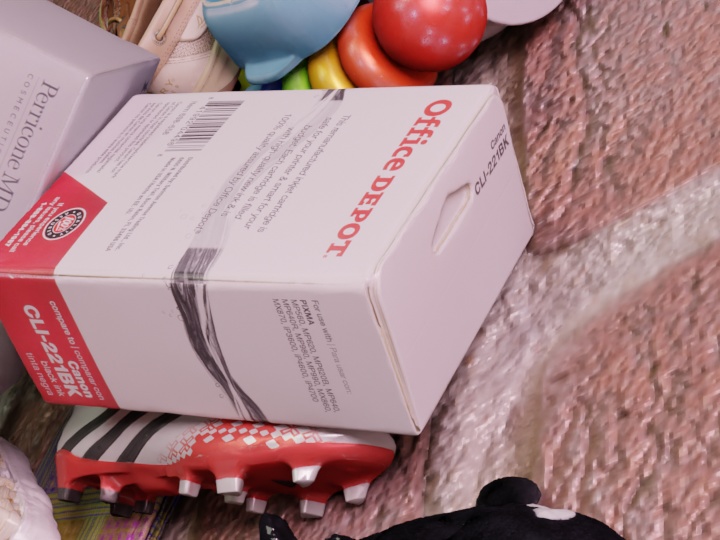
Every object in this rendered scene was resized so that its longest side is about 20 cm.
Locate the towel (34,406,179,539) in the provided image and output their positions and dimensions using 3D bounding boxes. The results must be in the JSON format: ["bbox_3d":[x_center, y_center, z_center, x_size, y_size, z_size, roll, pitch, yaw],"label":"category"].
[{"bbox_3d":[-0.134,0.115,0.889,0.144,0.023,0.200,-16,43,47],"label":"towel"}]

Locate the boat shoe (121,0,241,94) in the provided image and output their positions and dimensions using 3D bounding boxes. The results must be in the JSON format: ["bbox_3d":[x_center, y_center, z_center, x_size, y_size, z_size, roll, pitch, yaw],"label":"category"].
[{"bbox_3d":[-0.085,-0.187,0.920,0.071,0.064,0.200,-17,58,54],"label":"boat shoe"}]

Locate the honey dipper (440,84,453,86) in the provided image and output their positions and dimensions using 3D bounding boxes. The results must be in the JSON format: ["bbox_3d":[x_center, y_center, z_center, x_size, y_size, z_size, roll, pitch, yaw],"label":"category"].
[{"bbox_3d":[0.000,0.000,0.825,0.200,0.038,0.038,-56,29,-5],"label":"honey dipper"}]

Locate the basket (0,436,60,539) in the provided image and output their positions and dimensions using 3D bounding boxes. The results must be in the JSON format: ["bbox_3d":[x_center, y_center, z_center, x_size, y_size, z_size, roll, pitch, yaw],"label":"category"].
[{"bbox_3d":[-0.277,0.155,0.858,0.200,0.161,0.198,-56,18,-3],"label":"basket"}]

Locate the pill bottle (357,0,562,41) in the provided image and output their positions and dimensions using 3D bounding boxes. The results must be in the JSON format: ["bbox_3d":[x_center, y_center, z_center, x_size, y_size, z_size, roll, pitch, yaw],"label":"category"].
[{"bbox_3d":[0.028,-0.177,0.909,0.112,0.112,0.200,-56,30,-10],"label":"pill bottle"}]

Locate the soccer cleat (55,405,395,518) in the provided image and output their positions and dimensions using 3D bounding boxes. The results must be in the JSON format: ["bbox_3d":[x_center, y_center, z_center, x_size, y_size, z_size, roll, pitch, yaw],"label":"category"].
[{"bbox_3d":[-0.066,0.068,0.776,0.200,0.069,0.085,-9,67,41],"label":"soccer cleat"}]

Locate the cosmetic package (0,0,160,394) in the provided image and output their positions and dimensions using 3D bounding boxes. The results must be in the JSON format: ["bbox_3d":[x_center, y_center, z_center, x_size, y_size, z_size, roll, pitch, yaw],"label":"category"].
[{"bbox_3d":[-0.239,-0.057,0.835,0.199,0.200,0.123,-64,-2,15],"label":"cosmetic package"}]

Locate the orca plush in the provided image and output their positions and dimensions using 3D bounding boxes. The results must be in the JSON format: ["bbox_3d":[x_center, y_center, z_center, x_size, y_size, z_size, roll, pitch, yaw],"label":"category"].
[{"bbox_3d":[0.011,0.108,0.642,0.200,0.071,0.105,4,59,56],"label":"orca plush"}]

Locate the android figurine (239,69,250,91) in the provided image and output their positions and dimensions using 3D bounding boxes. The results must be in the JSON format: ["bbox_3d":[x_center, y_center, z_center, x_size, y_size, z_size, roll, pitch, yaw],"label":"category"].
[{"bbox_3d":[-0.126,-0.054,1.056,0.182,0.041,0.200,-47,31,6],"label":"android figurine"}]

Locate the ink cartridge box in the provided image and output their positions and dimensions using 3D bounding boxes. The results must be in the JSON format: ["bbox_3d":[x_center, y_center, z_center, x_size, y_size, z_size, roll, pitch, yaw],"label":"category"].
[{"bbox_3d":[-0.042,-0.010,0.748,0.200,0.084,0.144,1,39,30],"label":"ink cartridge box"}]

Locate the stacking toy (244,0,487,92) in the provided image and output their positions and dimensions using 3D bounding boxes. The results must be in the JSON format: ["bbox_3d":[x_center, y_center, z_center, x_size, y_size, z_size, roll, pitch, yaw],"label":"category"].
[{"bbox_3d":[-0.006,-0.086,0.841,0.200,0.085,0.085,-36,30,46],"label":"stacking toy"}]

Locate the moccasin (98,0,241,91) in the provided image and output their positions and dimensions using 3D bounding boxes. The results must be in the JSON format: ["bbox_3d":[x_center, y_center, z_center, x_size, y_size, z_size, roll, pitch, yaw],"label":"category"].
[{"bbox_3d":[-0.132,-0.135,1.050,0.078,0.074,0.201,-37,41,5],"label":"moccasin"}]

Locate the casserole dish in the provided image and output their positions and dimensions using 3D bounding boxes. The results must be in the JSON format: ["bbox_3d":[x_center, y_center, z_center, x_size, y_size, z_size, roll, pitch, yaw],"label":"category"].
[{"bbox_3d":[-0.022,-0.188,0.843,0.121,0.039,0.200,1,65,58],"label":"casserole dish"}]
